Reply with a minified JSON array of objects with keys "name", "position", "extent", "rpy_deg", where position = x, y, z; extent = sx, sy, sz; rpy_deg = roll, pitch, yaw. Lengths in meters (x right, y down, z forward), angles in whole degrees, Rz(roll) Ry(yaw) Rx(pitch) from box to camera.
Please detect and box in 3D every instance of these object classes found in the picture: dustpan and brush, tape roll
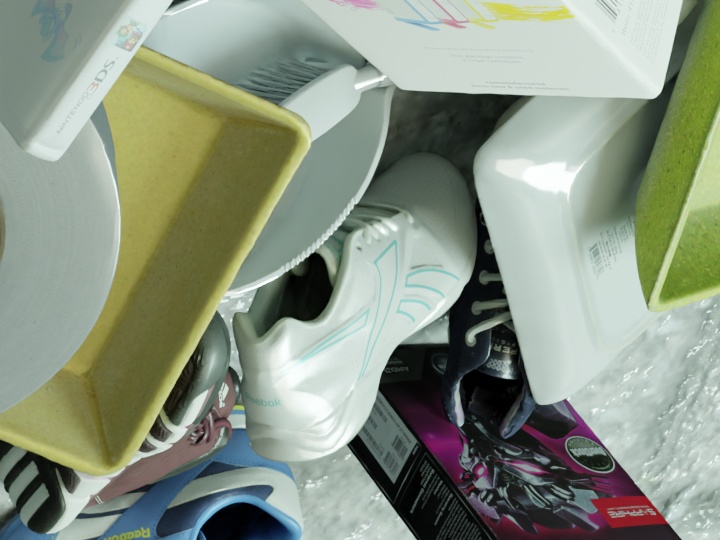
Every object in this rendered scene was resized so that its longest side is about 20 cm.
[{"name":"dustpan and brush","position":[-0.012,-0.085,1.310],"extent":[0.200,0.057,0.140],"rpy_deg":[-36,122,-46]},{"name":"tape roll","position":[-0.199,-0.030,1.152],"extent":[0.199,0.066,0.201],"rpy_deg":[-4,119,-7]}]

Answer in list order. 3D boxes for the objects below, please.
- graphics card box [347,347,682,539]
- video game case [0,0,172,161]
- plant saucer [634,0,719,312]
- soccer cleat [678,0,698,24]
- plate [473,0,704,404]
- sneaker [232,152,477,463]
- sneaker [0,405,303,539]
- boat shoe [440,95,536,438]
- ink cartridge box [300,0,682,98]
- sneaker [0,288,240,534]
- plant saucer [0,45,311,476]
[{"name":"graphics card box","position":[0.083,0.120,1.483],"extent":[0.125,0.200,0.051],"rpy_deg":[-1,128,-37]},{"name":"video game case","position":[-0.114,-0.169,1.047],"extent":[0.024,0.200,0.182],"rpy_deg":[20,112,-49]},{"name":"plant saucer","position":[0.212,-0.092,1.355],"extent":[0.199,0.048,0.201],"rpy_deg":[-15,131,-45]},{"name":"soccer cleat","position":[0.077,-0.146,1.241],"extent":[0.199,0.069,0.078],"rpy_deg":[4,131,-39]},{"name":"plate","position":[0.147,-0.047,1.387],"extent":[0.200,0.032,0.200],"rpy_deg":[-43,143,-20]},{"name":"sneaker","position":[0.000,0.000,1.353],"extent":[0.201,0.070,0.081],"rpy_deg":[-57,143,-41]},{"name":"sneaker","position":[-0.118,0.149,1.440],"extent":[0.199,0.082,0.074],"rpy_deg":[-32,142,-8]},{"name":"boat shoe","position":[0.085,0.003,1.424],"extent":[0.074,0.093,0.200],"rpy_deg":[12,143,2]},{"name":"ink cartridge box","position":[0.034,-0.165,1.066],"extent":[0.200,0.125,0.129],"rpy_deg":[37,63,-52]},{"name":"sneaker","position":[-0.092,0.054,1.360],"extent":[0.115,0.076,0.200],"rpy_deg":[-17,166,-40]},{"name":"plant saucer","position":[-0.152,-0.030,1.224],"extent":[0.199,0.049,0.201],"rpy_deg":[23,112,-18]}]
